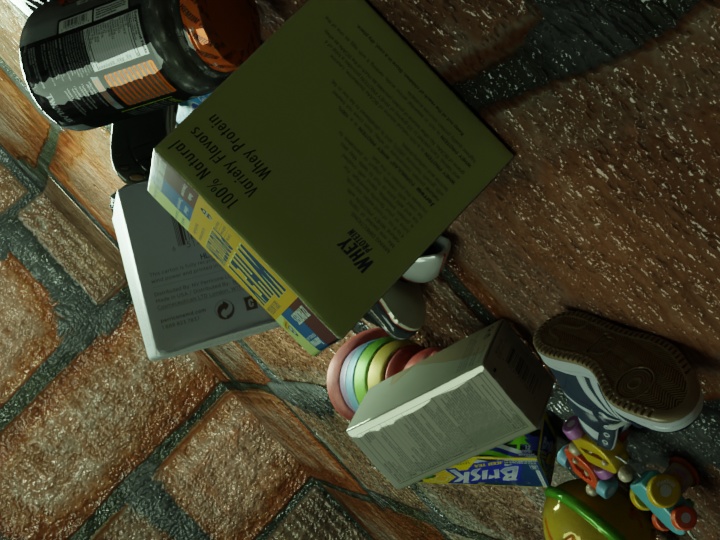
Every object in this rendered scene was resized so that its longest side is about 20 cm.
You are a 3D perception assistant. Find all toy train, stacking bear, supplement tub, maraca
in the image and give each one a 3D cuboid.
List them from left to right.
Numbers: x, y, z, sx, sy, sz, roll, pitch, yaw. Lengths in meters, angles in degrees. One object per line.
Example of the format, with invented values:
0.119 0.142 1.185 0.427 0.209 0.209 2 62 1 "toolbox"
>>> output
-0.195 -0.204 1.149 0.198 0.124 0.123 -11 132 29 "supplement tub"
0.053 0.131 1.535 0.199 0.112 0.123 -8 92 59 "stacking bear"
0.271 0.299 1.400 0.200 0.107 0.137 47 172 -30 "maraca"
0.267 0.199 1.252 0.199 0.056 0.151 35 164 44 "toy train"

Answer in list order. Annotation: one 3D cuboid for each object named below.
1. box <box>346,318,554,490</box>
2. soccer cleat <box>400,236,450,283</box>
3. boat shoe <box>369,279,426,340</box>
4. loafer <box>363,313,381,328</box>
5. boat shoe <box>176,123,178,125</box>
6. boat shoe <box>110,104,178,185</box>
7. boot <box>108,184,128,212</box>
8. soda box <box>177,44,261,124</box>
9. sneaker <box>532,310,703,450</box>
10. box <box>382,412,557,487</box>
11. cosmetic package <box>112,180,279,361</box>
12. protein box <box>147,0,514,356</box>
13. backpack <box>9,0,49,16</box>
0.090 0.140 1.322 0.199 0.078 0.095 -29 109 38 "box"
0.005 -0.066 1.235 0.200 0.069 0.085 42 157 -1 "soccer cleat"
0.000 0.000 1.302 0.071 0.063 0.201 11 -143 -46 "boat shoe"
0.037 0.032 1.409 0.072 0.073 0.200 38 176 -9 "loafer"
-0.217 -0.217 1.422 0.074 0.065 0.203 22 153 55 "boat shoe"
-0.220 -0.182 1.315 0.074 0.203 0.074 5 176 2 "boat shoe"
-0.182 -0.079 1.497 0.199 0.168 0.077 34 162 33 "boot"
-0.137 -0.178 1.303 0.064 0.068 0.200 45 165 -1 "soda box"
0.228 0.108 1.070 0.109 0.070 0.200 58 168 -26 "sneaker"
0.115 0.196 1.440 0.197 0.065 0.070 -1 144 24 "box"
-0.156 -0.009 1.330 0.200 0.165 0.169 156 99 -78 "cosmetic package"
-0.028 -0.077 1.018 0.199 0.200 0.135 45 165 -1 "protein box"
-0.316 -0.329 1.229 0.199 0.155 0.191 35 172 11 "backpack"
